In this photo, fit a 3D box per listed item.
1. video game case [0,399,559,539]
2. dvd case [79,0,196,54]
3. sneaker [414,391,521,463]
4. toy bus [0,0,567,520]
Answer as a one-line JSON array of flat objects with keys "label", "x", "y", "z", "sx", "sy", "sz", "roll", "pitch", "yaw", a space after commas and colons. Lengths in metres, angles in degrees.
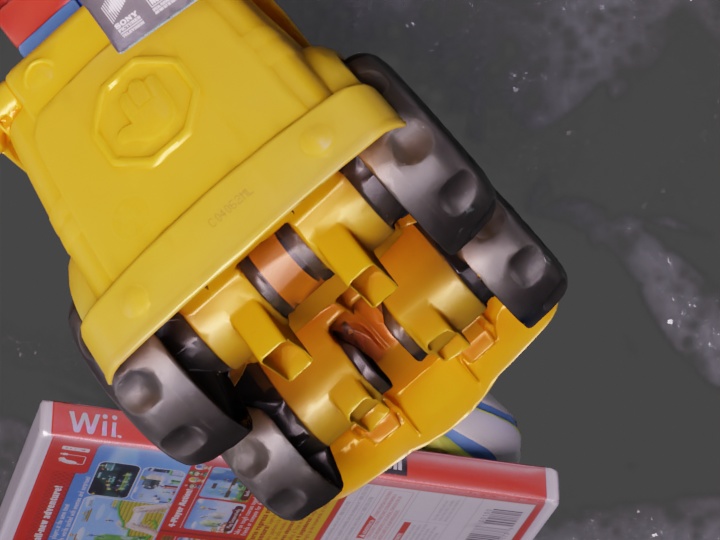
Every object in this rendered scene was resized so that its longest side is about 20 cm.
[{"label": "video game case", "x": -0.039, "y": 0.103, "z": 1.105, "sx": 0.199, "sy": 0.018, "sz": 0.143, "roll": 8, "pitch": 147, "yaw": -14}, {"label": "dvd case", "x": -0.075, "y": -0.182, "z": 0.830, "sx": 0.146, "sy": 0.022, "sz": 0.200, "roll": -33, "pitch": 104, "yaw": 22}, {"label": "sneaker", "x": 0.000, "y": 0.000, "z": 1.085, "sx": 0.199, "sy": 0.076, "sz": 0.105, "roll": 33, "pitch": 102, "yaw": -20}, {"label": "toy bus", "x": -0.044, "y": -0.031, "z": 0.979, "sx": 0.136, "sy": 0.192, "sz": 0.200, "roll": -42, "pitch": 152, "yaw": 4}]
